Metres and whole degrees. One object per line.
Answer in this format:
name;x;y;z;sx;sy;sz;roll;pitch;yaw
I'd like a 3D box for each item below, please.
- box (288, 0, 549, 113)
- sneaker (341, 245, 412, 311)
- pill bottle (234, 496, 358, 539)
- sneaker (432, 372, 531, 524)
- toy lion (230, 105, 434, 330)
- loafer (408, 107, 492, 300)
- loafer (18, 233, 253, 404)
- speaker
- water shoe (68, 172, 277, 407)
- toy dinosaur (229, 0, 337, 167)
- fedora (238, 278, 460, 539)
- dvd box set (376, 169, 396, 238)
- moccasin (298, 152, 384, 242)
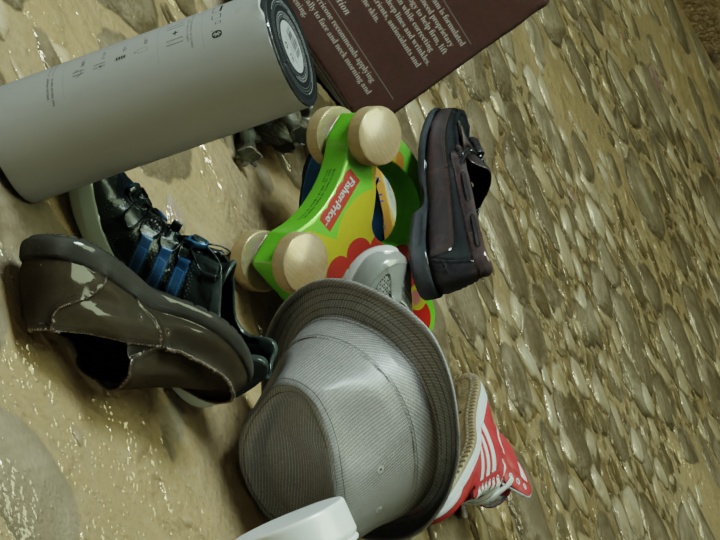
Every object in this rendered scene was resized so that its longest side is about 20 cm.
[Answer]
box;0.019;-0.258;1.923;0.166;0.200;0.164;56;-1;-31
sneaker;0.026;0.080;1.691;0.075;0.082;0.201;-15;112;-44
pill bottle;-0.011;0.257;1.479;0.201;0.111;0.111;68;19;-1
sneaker;0.091;0.182;1.903;0.113;0.071;0.200;64;23;-21
toy lion;0.000;0.000;1.748;0.192;0.069;0.200;48;60;-35
loafer;0.079;-0.055;1.741;0.200;0.063;0.072;-81;155;-46
loafer;-0.148;0.046;1.421;0.200;0.073;0.072;33;64;-41
speaker;-0.133;-0.110;1.417;0.081;0.199;0.081;-18;90;-75
water shoe;-0.123;-0.005;1.514;0.200;0.079;0.072;62;20;-17
toy dinosaur;-0.087;-0.149;1.811;0.200;0.077;0.102;51;11;-29
fedora;-0.022;0.115;1.557;0.090;0.177;0.200;-33;142;-44
dvd box set;0.027;-0.015;1.955;0.146;0.029;0.201;68;9;-60
moccasin;-0.018;-0.005;1.824;0.068;0.080;0.201;-159;-117;-79
